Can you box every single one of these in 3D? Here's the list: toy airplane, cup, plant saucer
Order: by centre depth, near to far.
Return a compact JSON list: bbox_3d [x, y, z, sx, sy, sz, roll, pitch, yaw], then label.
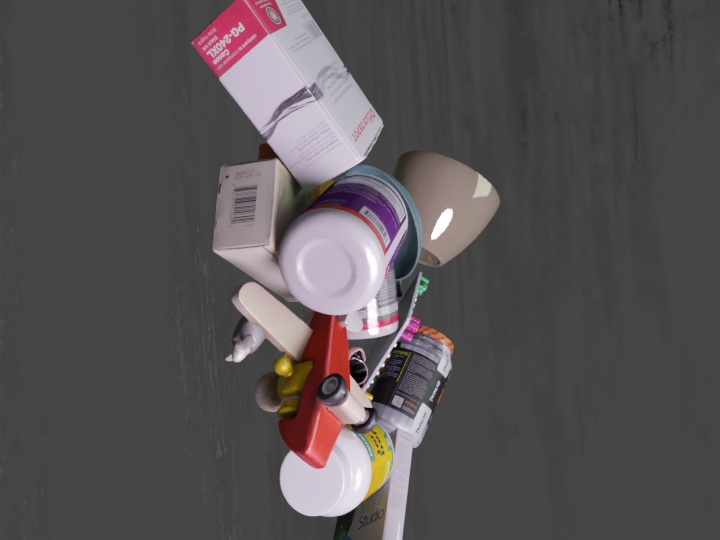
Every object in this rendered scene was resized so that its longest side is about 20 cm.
[{"bbox_3d":[-0.061,0.106,0.674,0.202,0.140,0.199,65,18,8],"label":"toy airplane"},{"bbox_3d":[0.039,-0.083,0.992,0.036,0.199,0.202,-25,117,-31],"label":"plant saucer"},{"bbox_3d":[0.126,-0.092,1.057,0.144,0.199,0.200,-64,156,-12],"label":"cup"}]

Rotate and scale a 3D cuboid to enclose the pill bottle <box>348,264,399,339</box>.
[{"bbox_3d":[0.000,0.000,0.956,0.111,0.109,0.203,-30,115,-72],"label":"pill bottle"}]

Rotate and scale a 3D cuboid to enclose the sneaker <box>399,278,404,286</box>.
[{"bbox_3d":[0.067,-0.061,1.276,0.114,0.075,0.202,-26,114,-75],"label":"sneaker"}]

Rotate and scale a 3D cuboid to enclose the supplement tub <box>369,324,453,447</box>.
[{"bbox_3d":[0.092,0.209,1.105,0.201,0.121,0.123,-61,151,-22],"label":"supplement tub"}]

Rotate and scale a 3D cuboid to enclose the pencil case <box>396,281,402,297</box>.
[{"bbox_3d":[0.032,-0.048,1.127,0.092,0.084,0.203,22,65,-71],"label":"pencil case"}]

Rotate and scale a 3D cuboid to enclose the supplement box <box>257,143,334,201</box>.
[{"bbox_3d":[-0.071,-0.099,0.815,0.200,0.068,0.067,49,40,-67],"label":"supplement box"}]

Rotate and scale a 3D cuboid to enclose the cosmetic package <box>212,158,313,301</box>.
[{"bbox_3d":[-0.093,-0.039,0.714,0.200,0.072,0.105,44,44,-65],"label":"cosmetic package"}]

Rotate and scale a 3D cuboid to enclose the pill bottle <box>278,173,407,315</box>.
[{"bbox_3d":[-0.010,-0.041,0.673,0.200,0.111,0.114,-58,141,-63],"label":"pill bottle"}]

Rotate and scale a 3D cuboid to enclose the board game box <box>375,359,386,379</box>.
[{"bbox_3d":[0.066,0.299,1.242,0.200,0.026,0.202,43,45,-68],"label":"board game box"}]

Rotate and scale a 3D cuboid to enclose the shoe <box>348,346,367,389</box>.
[{"bbox_3d":[-0.029,0.151,0.855,0.200,0.090,0.072,42,47,-68],"label":"shoe"}]

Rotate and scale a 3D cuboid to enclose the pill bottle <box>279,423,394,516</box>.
[{"bbox_3d":[-0.029,0.256,0.790,0.200,0.111,0.114,27,60,-71],"label":"pill bottle"}]

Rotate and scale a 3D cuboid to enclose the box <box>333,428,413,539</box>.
[{"bbox_3d":[0.015,0.353,0.896,0.036,0.144,0.201,32,41,-16],"label":"box"}]

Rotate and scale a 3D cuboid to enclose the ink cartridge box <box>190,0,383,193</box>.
[{"bbox_3d":[-0.071,-0.207,0.676,0.201,0.083,0.146,53,27,-17],"label":"ink cartridge box"}]

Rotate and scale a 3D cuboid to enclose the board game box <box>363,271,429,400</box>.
[{"bbox_3d":[0.057,0.122,1.058,0.201,0.026,0.200,-60,-179,25],"label":"board game box"}]
